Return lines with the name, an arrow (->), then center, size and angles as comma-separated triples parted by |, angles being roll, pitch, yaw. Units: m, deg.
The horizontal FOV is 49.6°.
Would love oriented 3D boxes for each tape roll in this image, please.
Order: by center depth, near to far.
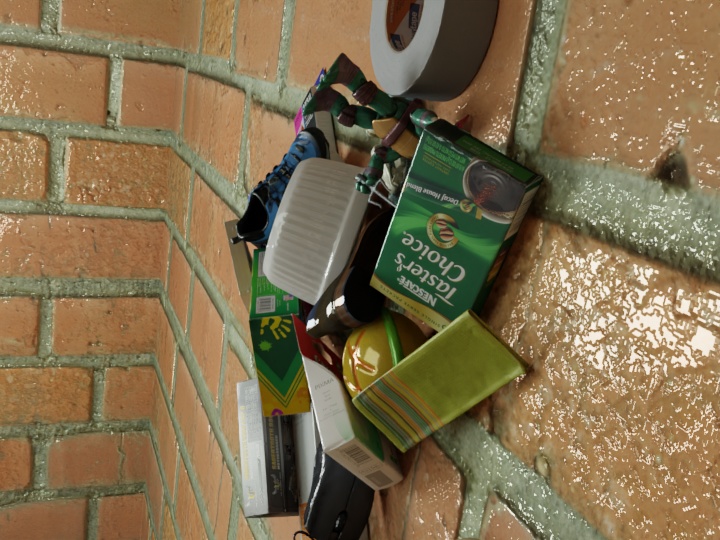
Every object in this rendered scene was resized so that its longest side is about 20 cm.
tape roll -> 0.078, -0.298, 0.891 | 0.200, 0.066, 0.202 | -178, 90, -67

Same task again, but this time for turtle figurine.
turtle figurine -> 0.037, -0.149, 0.868 | 0.150, 0.199, 0.101 | -48, 10, 46

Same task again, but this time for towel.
towel -> 0.076, 0.119, 0.798 | 0.200, 0.086, 0.018 | -44, 8, 40

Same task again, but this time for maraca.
maraca -> 0.031, 0.124, 0.927 | 0.201, 0.106, 0.138 | 95, 167, -58

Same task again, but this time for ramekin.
ramekin -> -0.054, -0.054, 1.036 | 0.200, 0.104, 0.202 | -160, 90, -90

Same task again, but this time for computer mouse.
computer mouse -> -0.018, 0.302, 1.024 | 0.053, 0.138, 0.202 | -28, 51, 61

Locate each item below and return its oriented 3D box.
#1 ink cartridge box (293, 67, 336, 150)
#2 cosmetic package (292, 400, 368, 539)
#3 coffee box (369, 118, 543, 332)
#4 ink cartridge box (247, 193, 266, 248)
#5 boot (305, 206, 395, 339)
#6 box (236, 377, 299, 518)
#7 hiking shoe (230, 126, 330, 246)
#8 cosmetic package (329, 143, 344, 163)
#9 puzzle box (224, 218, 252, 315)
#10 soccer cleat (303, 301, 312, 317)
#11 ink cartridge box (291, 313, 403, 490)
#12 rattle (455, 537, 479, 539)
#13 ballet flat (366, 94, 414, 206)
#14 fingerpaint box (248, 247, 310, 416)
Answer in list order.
ink cartridge box -> -0.077, -0.232, 1.300 | 0.095, 0.037, 0.201 | 131, 138, -56
cosmetic package -> -0.047, 0.298, 1.139 | 0.101, 0.071, 0.202 | 136, 132, -59
coffee box -> 0.091, -0.036, 0.792 | 0.123, 0.044, 0.201 | 35, 128, 19
ink cartridge box -> -0.109, -0.039, 1.238 | 0.200, 0.039, 0.100 | 41, 140, 29
boot -> 0.000, 0.000, 0.927 | 0.097, 0.075, 0.200 | -31, 18, 44
box -> -0.119, 0.276, 1.207 | 0.048, 0.158, 0.202 | -18, 69, 29
hiking shoe -> -0.111, -0.116, 1.128 | 0.074, 0.086, 0.201 | 38, 113, 23
cosmetic package -> -0.078, -0.106, 1.231 | 0.083, 0.050, 0.200 | 51, 143, 15
puzzle box -> -0.185, 0.019, 1.297 | 0.200, 0.025, 0.134 | 85, 170, -65
soccer cleat -> -0.124, 0.101, 1.315 | 0.070, 0.086, 0.201 | 120, 147, -48
ink cartridge box -> -0.016, 0.160, 0.988 | 0.161, 0.050, 0.201 | 51, -161, -51
rattle -> 0.063, 0.341, 0.795 | 0.200, 0.142, 0.131 | 3, 110, 61
ballet flat -> 0.043, -0.161, 0.962 | 0.074, 0.074, 0.201 | 123, 143, -51
fingerpaint box -> -0.116, 0.084, 1.144 | 0.200, 0.073, 0.168 | -100, 6, -61
